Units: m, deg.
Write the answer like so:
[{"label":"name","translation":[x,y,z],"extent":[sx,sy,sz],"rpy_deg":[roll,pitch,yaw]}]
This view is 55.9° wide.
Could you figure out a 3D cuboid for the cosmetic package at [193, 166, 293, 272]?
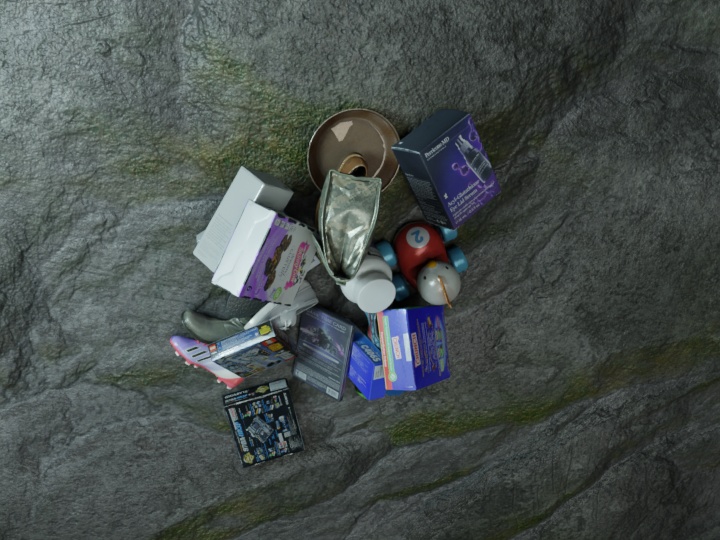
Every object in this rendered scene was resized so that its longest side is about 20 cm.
[{"label":"cosmetic package","translation":[-0.228,-0.094,1.321],"extent":[0.200,0.071,0.101],"rpy_deg":[-57,156,13]}]

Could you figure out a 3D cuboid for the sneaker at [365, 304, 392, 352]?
[{"label":"sneaker","translation":[0.053,0.093,1.519],"extent":[0.079,0.096,0.200],"rpy_deg":[-9,81,-19]}]

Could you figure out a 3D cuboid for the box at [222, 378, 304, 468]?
[{"label":"box","translation":[-0.231,0.370,1.637],"extent":[0.159,0.046,0.200],"rpy_deg":[-15,119,-8]}]

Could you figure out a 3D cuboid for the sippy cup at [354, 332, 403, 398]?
[{"label":"sippy cup","translation":[0.065,0.222,1.602],"extent":[0.139,0.130,0.178],"rpy_deg":[2,114,-18]}]

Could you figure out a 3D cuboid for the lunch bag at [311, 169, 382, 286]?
[{"label":"lunch bag","translation":[-0.031,-0.074,1.269],"extent":[0.117,0.164,0.200],"rpy_deg":[9,91,-3]}]

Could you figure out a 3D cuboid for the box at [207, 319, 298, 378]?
[{"label":"box","translation":[-0.219,0.169,1.423],"extent":[0.137,0.040,0.200],"rpy_deg":[-21,159,1]}]

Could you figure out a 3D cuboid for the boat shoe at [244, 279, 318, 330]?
[{"label":"boat shoe","translation":[-0.163,0.091,1.449],"extent":[0.069,0.200,0.072],"rpy_deg":[51,127,3]}]

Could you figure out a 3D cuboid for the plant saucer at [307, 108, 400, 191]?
[{"label":"plant saucer","translation":[-0.015,-0.239,1.406],"extent":[0.200,0.037,0.201],"rpy_deg":[-7,117,-14]}]

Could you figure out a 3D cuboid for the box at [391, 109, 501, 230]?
[{"label":"box","translation":[0.181,-0.211,1.417],"extent":[0.148,0.104,0.200],"rpy_deg":[-40,122,-15]}]

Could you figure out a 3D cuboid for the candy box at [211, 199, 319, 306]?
[{"label":"candy box","translation":[-0.171,-0.027,1.303],"extent":[0.168,0.071,0.200],"rpy_deg":[-66,156,2]}]

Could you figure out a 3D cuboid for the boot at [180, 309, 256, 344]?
[{"label":"boot","translation":[-0.276,0.112,1.472],"extent":[0.131,0.068,0.200],"rpy_deg":[-37,129,21]}]

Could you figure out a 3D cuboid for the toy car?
[{"label":"toy car","translation":[0.156,0.000,1.479],"extent":[0.184,0.200,0.177],"rpy_deg":[-24,119,-4]}]

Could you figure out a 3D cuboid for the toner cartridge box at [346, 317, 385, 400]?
[{"label":"toner cartridge box","translation":[-0.005,0.195,1.526],"extent":[0.043,0.200,0.095],"rpy_deg":[-5,118,-29]}]

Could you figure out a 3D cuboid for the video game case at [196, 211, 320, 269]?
[{"label":"video game case","translation":[-0.214,-0.045,1.439],"extent":[0.181,0.045,0.200],"rpy_deg":[-34,119,1]}]

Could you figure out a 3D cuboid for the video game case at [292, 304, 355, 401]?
[{"label":"video game case","translation":[-0.086,0.183,1.544],"extent":[0.019,0.143,0.200],"rpy_deg":[-21,128,-51]}]

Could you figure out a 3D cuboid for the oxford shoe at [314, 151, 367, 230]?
[{"label":"oxford shoe","translation":[-0.041,-0.141,1.388],"extent":[0.071,0.071,0.200],"rpy_deg":[14,113,-23]}]

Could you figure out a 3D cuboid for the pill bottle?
[{"label":"pill bottle","translation":[0.000,0.000,1.427],"extent":[0.111,0.200,0.111],"rpy_deg":[-11,125,-16]}]

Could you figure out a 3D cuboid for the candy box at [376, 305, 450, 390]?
[{"label":"candy box","translation":[0.119,0.162,1.466],"extent":[0.077,0.200,0.169],"rpy_deg":[-7,86,27]}]

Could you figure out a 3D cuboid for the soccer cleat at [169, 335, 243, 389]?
[{"label":"soccer cleat","translation":[-0.333,0.190,1.512],"extent":[0.076,0.067,0.200],"rpy_deg":[-48,121,0]}]

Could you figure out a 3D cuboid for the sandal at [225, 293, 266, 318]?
[{"label":"sandal","translation":[-0.209,0.015,1.423],"extent":[0.075,0.048,0.201],"rpy_deg":[38,88,-26]}]
